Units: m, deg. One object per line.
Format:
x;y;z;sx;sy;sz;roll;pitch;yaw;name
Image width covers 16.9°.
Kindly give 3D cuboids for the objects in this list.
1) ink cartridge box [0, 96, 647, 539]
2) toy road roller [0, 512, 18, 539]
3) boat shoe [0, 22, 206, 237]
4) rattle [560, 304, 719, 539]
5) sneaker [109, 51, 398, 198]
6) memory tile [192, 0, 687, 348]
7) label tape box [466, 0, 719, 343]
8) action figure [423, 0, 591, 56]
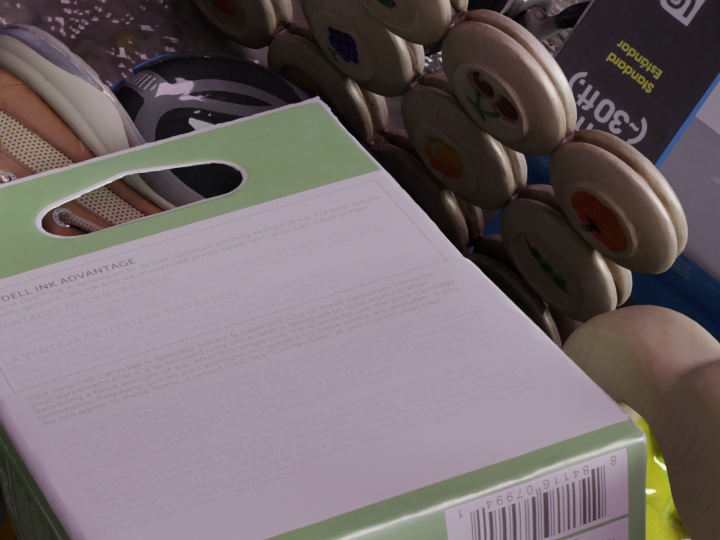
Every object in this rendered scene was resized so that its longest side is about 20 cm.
-0.032;0.030;0.663;0.145;0.048;0.200;-17;34;-19;ink cartridge box
-0.041;0.136;0.656;0.122;0.146;0.201;24;55;-17;toy road roller
-0.073;0.011;0.747;0.072;0.076;0.200;-36;67;-29;boat shoe
0.134;0.060;0.649;0.142;0.200;0.131;3;73;-15;rattle
0.000;0.001;0.787;0.200;0.083;0.071;44;86;-3;sneaker
0.015;-0.059;0.792;0.017;0.153;0.200;-42;87;-22;memory tile
0.131;-0.036;0.798;0.143;0.201;0.066;39;17;14;label tape box
0.059;-0.126;0.883;0.199;0.102;0.119;14;44;-23;action figure
